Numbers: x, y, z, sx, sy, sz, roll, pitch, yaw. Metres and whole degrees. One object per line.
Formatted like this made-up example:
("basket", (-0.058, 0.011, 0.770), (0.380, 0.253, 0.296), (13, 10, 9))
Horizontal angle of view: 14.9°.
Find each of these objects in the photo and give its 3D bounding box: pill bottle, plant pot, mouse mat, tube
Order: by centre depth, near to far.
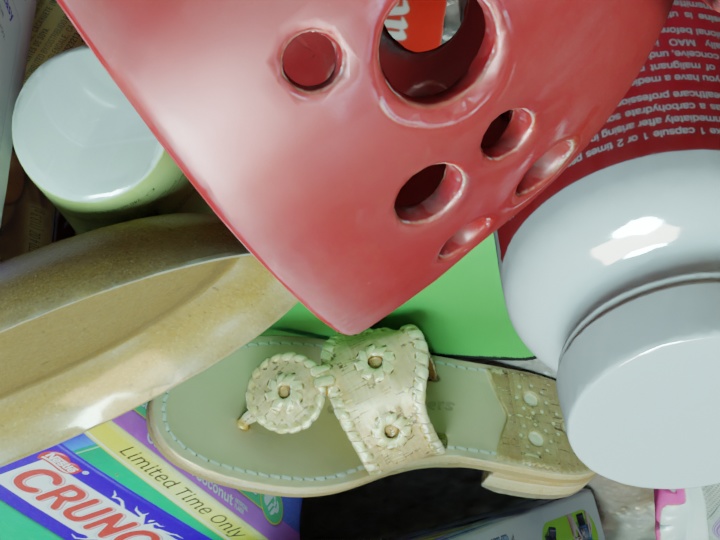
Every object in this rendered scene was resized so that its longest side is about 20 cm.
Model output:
("plant pot", (0.008, -0.111, 0.831), (0.182, 0.201, 0.201), (-37, 133, 3))
("plant pot", (-0.110, 0.028, 0.906), (0.199, 0.028, 0.200), (-23, 169, -5))
("pill bottle", (0.097, -0.032, 0.923), (0.112, 0.201, 0.113), (-4, 142, -3))
("tube", (-0.071, -0.026, 0.942), (0.058, 0.052, 0.200), (23, 172, 9))
("mouse mat", (0.000, 0.000, 1.097), (0.160, 0.008, 0.200), (3, 159, 2))

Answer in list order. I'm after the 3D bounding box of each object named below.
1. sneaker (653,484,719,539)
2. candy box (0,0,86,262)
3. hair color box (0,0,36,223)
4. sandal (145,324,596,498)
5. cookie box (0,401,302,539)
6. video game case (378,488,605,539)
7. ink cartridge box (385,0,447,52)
("sneaker", (0.162, 0.053, 1.143), (0.088, 0.082, 0.200), (-3, 150, 8))
("candy box", (-0.185, -0.078, 0.977), (0.199, 0.055, 0.116), (23, 144, 6))
("hair color box", (-0.144, -0.110, 0.860), (0.064, 0.201, 0.110), (-3, 142, 12))
("sandal", (0.020, 0.047, 1.140), (0.211, 0.078, 0.070), (7, 141, -26))
("cookie box", (-0.151, 0.087, 1.206), (0.199, 0.076, 0.171), (-17, 143, 26))
("video game case", (-0.012, 0.150, 1.224), (0.199, 0.046, 0.181), (-17, 175, 25))
("ink cartridge box", (-0.040, -0.079, 1.013), (0.199, 0.050, 0.163), (8, 142, 1))
